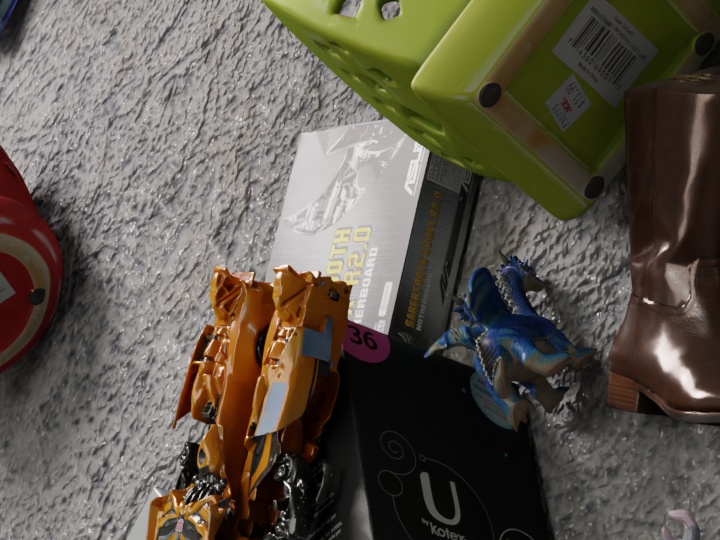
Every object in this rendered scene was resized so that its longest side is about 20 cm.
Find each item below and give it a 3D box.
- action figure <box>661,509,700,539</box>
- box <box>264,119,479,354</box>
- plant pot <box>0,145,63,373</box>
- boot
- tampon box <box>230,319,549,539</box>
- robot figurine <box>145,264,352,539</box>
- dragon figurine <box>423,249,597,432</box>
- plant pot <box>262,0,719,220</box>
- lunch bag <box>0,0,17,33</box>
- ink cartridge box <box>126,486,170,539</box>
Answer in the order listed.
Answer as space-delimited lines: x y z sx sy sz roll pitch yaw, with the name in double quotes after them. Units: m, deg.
0.191 0.210 1.215 0.148 0.200 0.135 21 101 14 "action figure"
0.000 0.000 1.662 0.158 0.048 0.201 -2 70 52 "box"
-0.350 -0.012 2.019 0.201 0.200 0.183 -58 44 14 "plant pot"
0.199 -0.016 1.356 0.186 0.064 0.201 6 89 57 "boot"
0.019 0.157 1.463 0.126 0.149 0.201 -42 42 34 "tampon box"
-0.070 0.098 1.430 0.145 0.058 0.201 -2 70 56 "robot figurine"
0.077 0.039 1.460 0.099 0.200 0.059 39 110 15 "dragon figurine"
0.094 -0.160 1.476 0.199 0.200 0.181 -52 44 1 "plant pot"
-0.373 -0.315 2.279 0.170 0.127 0.201 10 93 52 "lunch bag"
-0.126 0.269 1.656 0.201 0.083 0.146 -62 35 9 "ink cartridge box"
